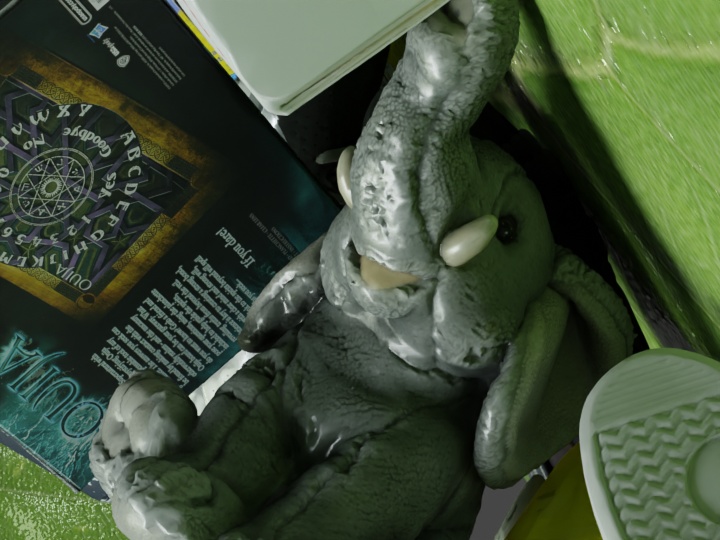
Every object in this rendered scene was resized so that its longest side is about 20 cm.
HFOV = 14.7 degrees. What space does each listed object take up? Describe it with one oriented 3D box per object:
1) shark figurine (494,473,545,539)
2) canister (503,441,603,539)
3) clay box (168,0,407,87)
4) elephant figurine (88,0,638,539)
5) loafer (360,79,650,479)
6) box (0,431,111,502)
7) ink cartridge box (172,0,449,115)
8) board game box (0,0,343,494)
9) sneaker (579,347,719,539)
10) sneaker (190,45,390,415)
[{"bbox_3d":[0.084,0.181,1.006,0.089,0.129,0.215,8,151,19],"label":"shark figurine"},{"bbox_3d":[0.125,0.157,0.919,0.201,0.086,0.149,58,-144,-13],"label":"canister"},{"bbox_3d":[-0.070,-0.134,1.042,0.200,0.115,0.048,58,-151,-18],"label":"clay box"},{"bbox_3d":[0.019,0.022,0.881,0.141,0.201,0.155,33,178,-15],"label":"elephant figurine"},{"bbox_3d":[0.071,0.013,0.975,0.063,0.072,0.201,7,135,49],"label":"loafer"},{"bbox_3d":[-0.129,-0.047,1.149,0.199,0.197,0.124,32,146,-17],"label":"box"},{"bbox_3d":[-0.053,-0.148,0.849,0.146,0.087,0.200,56,180,-23],"label":"ink cartridge box"},{"bbox_3d":[-0.091,-0.018,0.878,0.028,0.135,0.200,50,180,36],"label":"board game box"},{"bbox_3d":[0.133,0.121,0.840,0.201,0.074,0.118,52,171,19],"label":"sneaker"},{"bbox_3d":[0.000,0.000,1.001,0.115,0.201,0.075,35,-148,27],"label":"sneaker"}]
